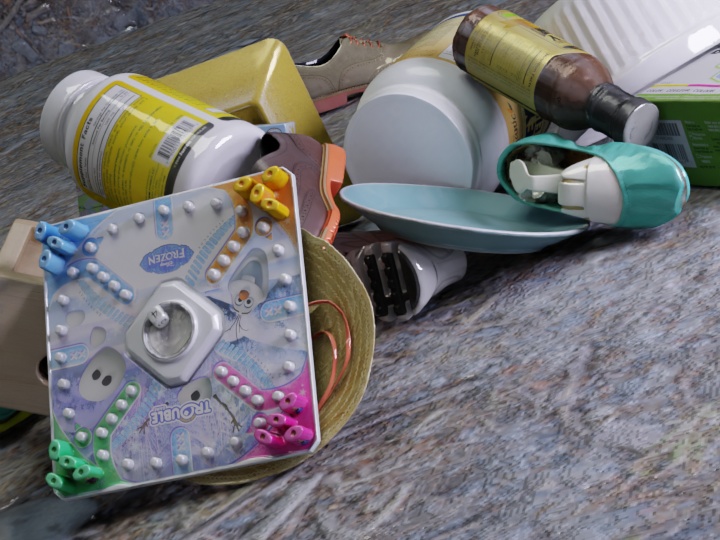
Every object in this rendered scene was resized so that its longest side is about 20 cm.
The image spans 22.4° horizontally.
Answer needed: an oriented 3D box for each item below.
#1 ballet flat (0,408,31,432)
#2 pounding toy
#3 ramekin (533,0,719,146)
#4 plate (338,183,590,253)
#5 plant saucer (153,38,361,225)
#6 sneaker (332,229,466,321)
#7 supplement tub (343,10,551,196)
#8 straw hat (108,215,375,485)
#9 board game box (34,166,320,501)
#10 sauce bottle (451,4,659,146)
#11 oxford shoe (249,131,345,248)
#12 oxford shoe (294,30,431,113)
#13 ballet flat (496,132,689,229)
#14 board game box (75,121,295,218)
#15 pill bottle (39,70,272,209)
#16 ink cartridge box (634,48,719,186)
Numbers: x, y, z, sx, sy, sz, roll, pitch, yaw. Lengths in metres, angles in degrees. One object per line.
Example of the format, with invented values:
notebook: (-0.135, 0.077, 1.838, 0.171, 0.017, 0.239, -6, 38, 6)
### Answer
ballet flat: (-0.280, 0.084, 1.559, 0.067, 0.067, 0.200, -47, -2, 41)
pounding toy: (-0.232, 0.053, 1.409, 0.198, 0.144, 0.184, 11, 15, -7)
ramekin: (0.236, -0.200, 1.556, 0.199, 0.106, 0.200, -31, -6, -3)
plate: (0.080, -0.039, 1.418, 0.198, 0.026, 0.200, 7, 10, -1)
plant saucer: (-0.123, -0.089, 1.662, 0.198, 0.201, 0.049, -18, 30, 17)
sneaker: (0.000, 0.000, 1.446, 0.199, 0.076, 0.081, 5, 21, 45)
supplement tub: (0.080, -0.134, 1.608, 0.143, 0.146, 0.200, -11, 20, 32)
straw hat: (-0.069, 0.065, 1.272, 0.199, 0.203, 0.085, -17, -21, 17)
board game box: (-0.131, 0.041, 1.241, 0.198, 0.202, 0.026, -12, -20, 18)
sauce bottle: (0.157, -0.152, 1.457, 0.064, 0.065, 0.200, -30, 44, -25)
oxford shoe: (-0.058, -0.040, 1.372, 0.201, 0.072, 0.072, -87, 22, -60)
oxford shoe: (0.007, -0.256, 2.203, 0.198, 0.075, 0.070, -24, 16, -5)
ballet flat: (0.168, -0.065, 1.393, 0.070, 0.068, 0.200, -15, 16, -25)
board game box: (-0.150, -0.055, 1.603, 0.198, 0.136, 0.034, -5, 6, 13)
pill bottle: (-0.171, -0.096, 1.503, 0.199, 0.113, 0.112, 26, 45, 36)
ink cartridge box: (0.335, -0.142, 1.423, 0.199, 0.076, 0.147, -31, 19, -23)
